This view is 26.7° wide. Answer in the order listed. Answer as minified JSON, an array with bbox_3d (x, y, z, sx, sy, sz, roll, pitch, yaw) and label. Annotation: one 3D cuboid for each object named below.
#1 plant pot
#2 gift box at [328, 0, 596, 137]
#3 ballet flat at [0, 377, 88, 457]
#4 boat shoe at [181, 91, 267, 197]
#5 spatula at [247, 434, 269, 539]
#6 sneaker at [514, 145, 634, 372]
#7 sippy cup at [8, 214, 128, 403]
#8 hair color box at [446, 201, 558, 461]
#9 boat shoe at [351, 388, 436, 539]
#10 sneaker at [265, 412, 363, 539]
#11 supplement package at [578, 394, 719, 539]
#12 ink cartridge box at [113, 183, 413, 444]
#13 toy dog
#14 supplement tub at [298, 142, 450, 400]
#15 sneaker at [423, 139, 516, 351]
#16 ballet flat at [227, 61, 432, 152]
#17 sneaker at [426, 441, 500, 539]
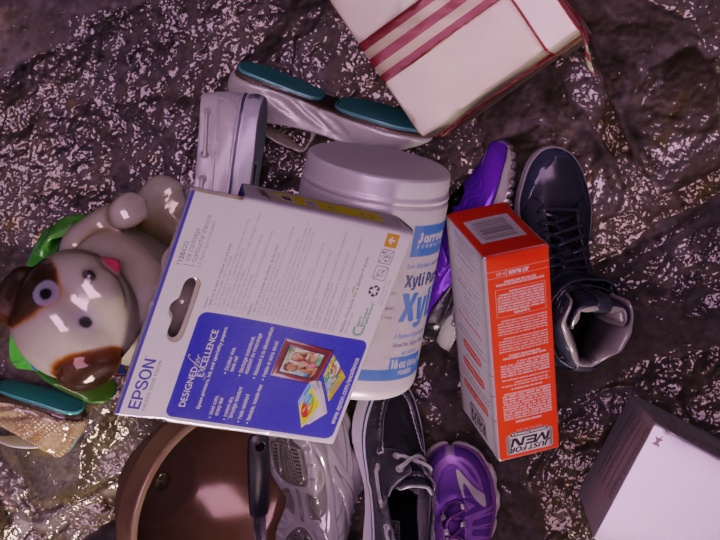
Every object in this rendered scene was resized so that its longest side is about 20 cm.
[{"bbox_3d":[-0.156,0.206,1.391,0.093,0.201,0.201,19,95,41],"label":"plant pot"},{"bbox_3d":[0.108,-0.223,1.336,0.187,0.185,0.200,-36,92,14],"label":"gift box"},{"bbox_3d":[-0.359,0.128,1.445,0.200,0.071,0.065,21,109,8],"label":"ballet flat"},{"bbox_3d":[-0.139,-0.060,1.333,0.086,0.075,0.202,9,95,6],"label":"boat shoe"},{"bbox_3d":[-0.091,0.240,1.386,0.056,0.021,0.200,-7,106,-19],"label":"spatula"},{"bbox_3d":[0.190,-0.010,1.342,0.077,0.146,0.203,-1,94,-12],"label":"sneaker"},{"bbox_3d":[-0.239,0.039,1.394,0.130,0.178,0.140,14,71,1],"label":"sippy cup"},{"bbox_3d":[0.124,0.053,1.328,0.061,0.102,0.200,-12,117,-12],"label":"hair color box"},{"bbox_3d":[0.037,0.190,1.368,0.072,0.068,0.200,11,72,-29],"label":"boat shoe"},{"bbox_3d":[-0.026,0.213,1.411,0.078,0.099,0.200,17,120,39],"label":"sneaker"},{"bbox_3d":[0.268,0.191,1.320,0.114,0.200,0.110,28,94,4],"label":"supplement package"},{"bbox_3d":[-0.080,0.034,1.206,0.200,0.047,0.198,12,109,-28],"label":"ink cartridge box"},{"bbox_3d":[-0.207,0.020,1.225,0.194,0.200,0.140,-38,85,21],"label":"toy dog"},{"bbox_3d":[0.000,0.000,1.324,0.132,0.132,0.200,12,107,5],"label":"supplement tub"},{"bbox_3d":[0.075,-0.035,1.395,0.099,0.070,0.200,21,93,6],"label":"sneaker"},{"bbox_3d":[-0.031,-0.136,1.410,0.200,0.069,0.070,19,94,8],"label":"ballet flat"},{"bbox_3d":[0.088,0.258,1.398,0.080,0.083,0.200,2,91,5],"label":"sneaker"}]
